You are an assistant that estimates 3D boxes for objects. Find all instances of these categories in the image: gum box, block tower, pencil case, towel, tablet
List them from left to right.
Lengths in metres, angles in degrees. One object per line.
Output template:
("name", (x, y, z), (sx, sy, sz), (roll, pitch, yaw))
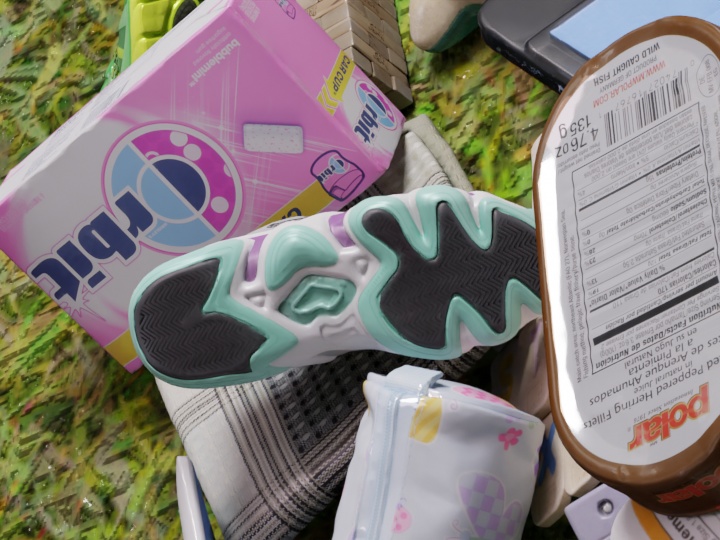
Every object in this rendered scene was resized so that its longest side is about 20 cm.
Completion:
("gum box", (-0.090, -0.047, 1.354), (0.200, 0.114, 0.066), (-38, 15, 26))
("tablet", (-0.058, 0.197, 1.209), (0.014, 0.130, 0.201), (-13, 52, -2))
("block tower", (-0.019, -0.158, 1.435), (0.058, 0.054, 0.201), (-27, 51, 26))
("towel", (-0.015, 0.026, 1.302), (0.193, 0.035, 0.200), (-44, 30, 11))
("pencil case", (0.017, 0.144, 1.171), (0.083, 0.090, 0.201), (13, 86, 54))

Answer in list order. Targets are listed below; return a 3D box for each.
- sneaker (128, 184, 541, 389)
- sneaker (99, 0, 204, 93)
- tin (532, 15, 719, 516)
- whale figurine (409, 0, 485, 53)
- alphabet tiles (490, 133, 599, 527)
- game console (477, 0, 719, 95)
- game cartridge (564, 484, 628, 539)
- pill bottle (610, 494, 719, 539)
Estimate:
("sneaker", (0.000, 0.000, 1.228), (0.199, 0.140, 0.078), (-7, 96, 8))
("sneaker", (-0.111, -0.113, 1.440), (0.083, 0.074, 0.201), (16, 98, 55))
("tin", (0.117, -0.005, 1.010), (0.112, 0.042, 0.201), (-32, 48, 38))
("whale figurine", (0.100, -0.169, 1.330), (0.200, 0.103, 0.160), (-34, 43, 53))
("alphabet tiles", (0.096, 0.005, 1.183), (0.200, 0.015, 0.197), (127, 149, -61))
("game console", (0.157, -0.141, 1.085), (0.172, 0.119, 0.200), (-35, 46, -17))
("game cartridge", (0.194, 0.103, 1.081), (0.200, 0.038, 0.130), (-34, 69, 20))
("pill bottle", (0.166, 0.097, 1.015), (0.200, 0.111, 0.111), (-52, 44, 14))
